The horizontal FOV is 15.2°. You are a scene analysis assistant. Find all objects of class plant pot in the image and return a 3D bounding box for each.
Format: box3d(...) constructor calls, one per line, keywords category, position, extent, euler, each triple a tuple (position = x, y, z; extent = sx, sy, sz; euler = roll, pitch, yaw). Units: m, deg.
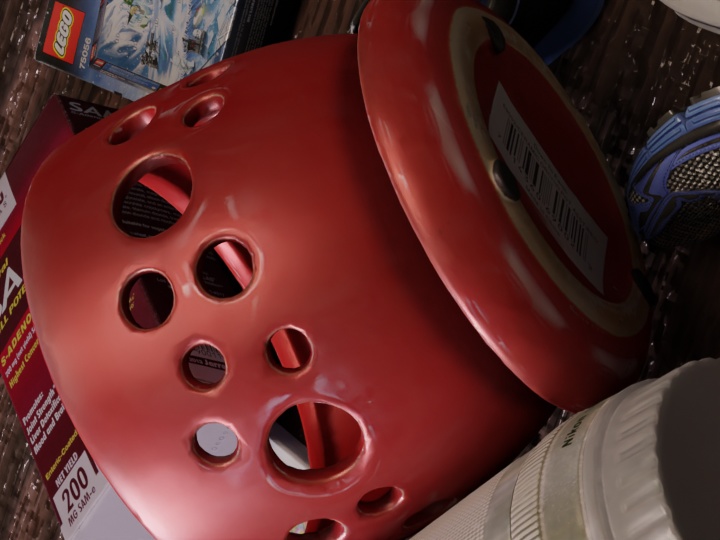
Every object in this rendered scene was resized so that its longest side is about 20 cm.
box3d(category="plant pot", position=(0.000, 0.000, 1.034), extent=(0.182, 0.200, 0.201), euler=(-28, 64, 21))

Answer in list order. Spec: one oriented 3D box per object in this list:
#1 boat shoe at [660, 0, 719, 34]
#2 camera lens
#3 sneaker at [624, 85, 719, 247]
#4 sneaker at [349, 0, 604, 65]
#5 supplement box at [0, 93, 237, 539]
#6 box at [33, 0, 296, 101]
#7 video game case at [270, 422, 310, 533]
box3d(category="boat shoe", position=(0.109, -0.147, 1.060), extent=(0.200, 0.067, 0.074), euler=(38, 112, 41))
box3d(category="camera lens", position=(0.089, 0.143, 0.975), extent=(0.200, 0.160, 0.160), euler=(-40, 58, 35))
box3d(category="sneaker", position=(0.176, -0.035, 0.975), extent=(0.200, 0.075, 0.079), euler=(-18, 76, 45))
box3d(category="sneaker", position=(0.017, -0.075, 1.136), extent=(0.200, 0.078, 0.070), euler=(-52, 51, 28))
box3d(category="supplement box", position=(-0.116, 0.023, 1.253), extent=(0.109, 0.061, 0.200), euler=(-55, 41, 26))
box3d(category="box", position=(-0.077, -0.175, 1.272), extent=(0.137, 0.040, 0.200), euler=(25, 103, 43))
box3d(category="video game case", position=(-0.071, 0.163, 1.238), extent=(0.143, 0.018, 0.200), euler=(36, 110, 42))
